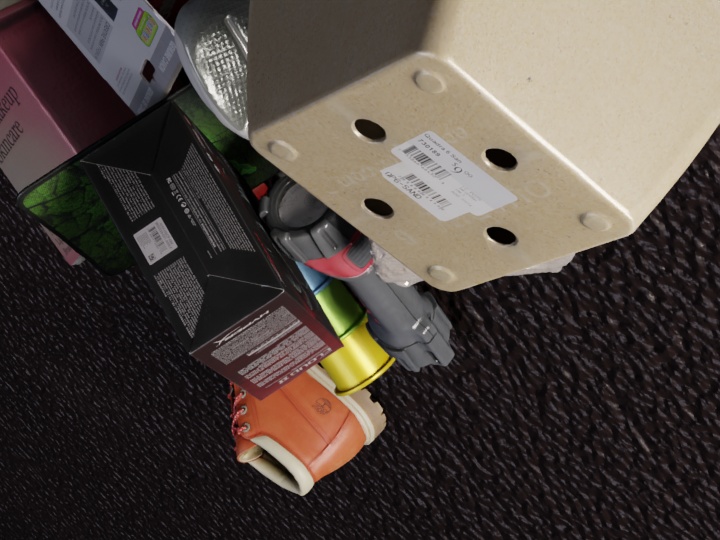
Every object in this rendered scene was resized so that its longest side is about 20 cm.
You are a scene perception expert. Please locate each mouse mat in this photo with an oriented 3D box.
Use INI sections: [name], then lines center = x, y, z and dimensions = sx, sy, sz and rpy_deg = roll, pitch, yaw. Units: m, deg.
[mouse mat]
center = -0.136, -0.062, 1.231
dimensions = 0.008, 0.160, 0.200
rpy_deg = 58, -178, 18

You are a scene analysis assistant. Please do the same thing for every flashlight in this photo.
[flashlight]
center = 0.000, 0.000, 1.237
dimensions = 0.067, 0.068, 0.200
rpy_deg = -12, 147, 19

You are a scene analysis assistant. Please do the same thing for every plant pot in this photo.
[plant pot]
center = 0.059, -0.109, 0.835
dimensions = 0.199, 0.178, 0.199
rpy_deg = 37, 148, -26

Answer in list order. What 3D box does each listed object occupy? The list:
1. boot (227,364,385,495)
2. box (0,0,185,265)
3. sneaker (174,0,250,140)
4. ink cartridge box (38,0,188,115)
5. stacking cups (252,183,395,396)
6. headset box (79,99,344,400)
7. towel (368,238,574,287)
[boot]
center = -0.087, 0.101, 1.499
dimensions = 0.199, 0.107, 0.075
rpy_deg = 36, 153, 21
[box]
center = -0.213, -0.127, 1.323
dimensions = 0.201, 0.109, 0.128
rpy_deg = 54, 149, 0
[sneaker]
center = -0.059, -0.109, 1.093
dimensions = 0.080, 0.071, 0.200
rpy_deg = 27, 175, 37
[ink cartridge box]
center = -0.150, -0.202, 1.147
dimensions = 0.176, 0.084, 0.200
rpy_deg = 50, 164, -2
[stacking cups]
center = -0.048, -0.003, 1.366
dimensions = 0.201, 0.060, 0.060
rpy_deg = 57, 151, -10
[headset box]
center = -0.091, -0.005, 1.194
dimensions = 0.150, 0.077, 0.200
rpy_deg = 59, -176, 18
[towel]
center = 0.061, -0.065, 1.064
dimensions = 0.131, 0.035, 0.201
rpy_deg = -5, 137, 7
